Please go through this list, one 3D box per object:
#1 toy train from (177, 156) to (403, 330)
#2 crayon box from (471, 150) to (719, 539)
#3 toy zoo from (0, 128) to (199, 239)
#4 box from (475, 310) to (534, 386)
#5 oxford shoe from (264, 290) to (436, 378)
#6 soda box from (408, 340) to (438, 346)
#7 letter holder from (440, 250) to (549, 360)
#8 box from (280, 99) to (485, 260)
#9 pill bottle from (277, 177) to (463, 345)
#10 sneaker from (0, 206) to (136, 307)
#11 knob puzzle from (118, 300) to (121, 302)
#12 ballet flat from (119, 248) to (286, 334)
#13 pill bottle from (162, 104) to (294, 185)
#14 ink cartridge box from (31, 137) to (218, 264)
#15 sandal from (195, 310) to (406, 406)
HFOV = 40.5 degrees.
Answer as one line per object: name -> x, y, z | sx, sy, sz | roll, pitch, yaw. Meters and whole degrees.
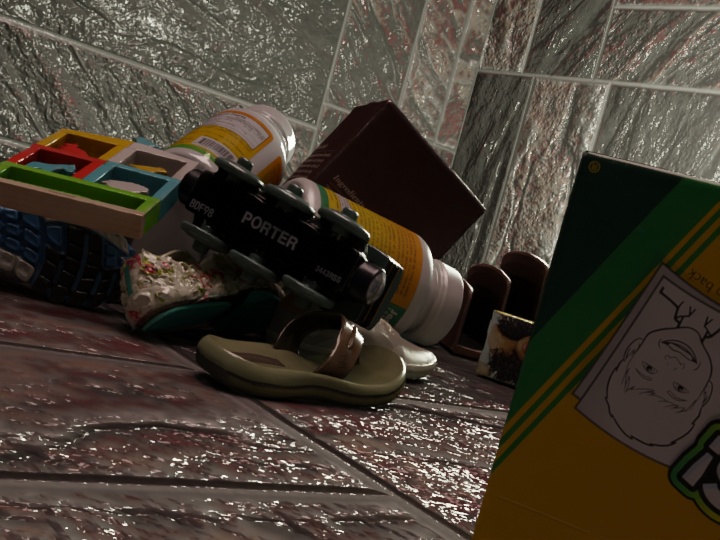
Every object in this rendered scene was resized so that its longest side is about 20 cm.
toy train -> -0.057, -0.021, 0.788 | 0.198, 0.086, 0.114 | 27, -4, 24
crayon box -> 0.145, 0.073, 0.315 | 0.197, 0.176, 0.058 | 17, 0, 23
toy zoo -> -0.213, -0.080, 0.809 | 0.129, 0.021, 0.200 | 14, 21, 0
box -> 0.228, 0.107, 1.042 | 0.197, 0.077, 0.050 | 16, 1, 23
oxford shoe -> 0.001, 0.058, 0.877 | 0.198, 0.059, 0.075 | 16, -2, -42
soda box -> 0.015, 0.033, 1.238 | 0.198, 0.070, 0.063 | 19, 5, 35
letter holder -> 0.163, 0.035, 1.286 | 0.099, 0.145, 0.200 | 15, 4, -9
box -> -0.001, -0.059, 1.094 | 0.164, 0.200, 0.166 | 45, -4, -13
pill bottle -> 0.000, 0.000, 0.950 | 0.198, 0.115, 0.112 | 25, -1, -28
sneaker -> -0.275, -0.023, 0.783 | 0.196, 0.076, 0.086 | 15, -2, -18
knob puzzle -> -0.240, -0.004, 0.957 | 0.215, 0.031, 0.220 | 16, 4, -1
ballet flat -> -0.124, 0.013, 0.803 | 0.065, 0.075, 0.199 | 61, 19, 16
pill bottle -> -0.151, -0.116, 1.104 | 0.109, 0.113, 0.200 | 16, 32, 15
ink cartridge box -> -0.205, -0.054, 0.941 | 0.197, 0.085, 0.145 | 19, 5, 14
sandal -> -0.030, 0.059, 0.705 | 0.079, 0.058, 0.199 | 19, 4, 38
